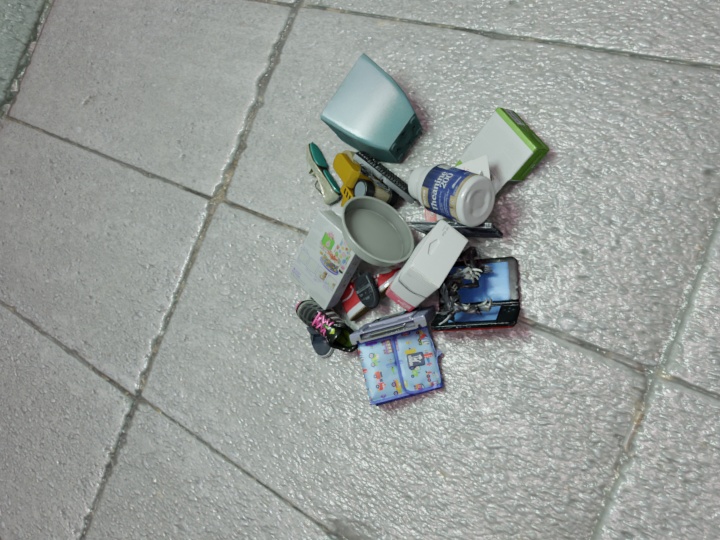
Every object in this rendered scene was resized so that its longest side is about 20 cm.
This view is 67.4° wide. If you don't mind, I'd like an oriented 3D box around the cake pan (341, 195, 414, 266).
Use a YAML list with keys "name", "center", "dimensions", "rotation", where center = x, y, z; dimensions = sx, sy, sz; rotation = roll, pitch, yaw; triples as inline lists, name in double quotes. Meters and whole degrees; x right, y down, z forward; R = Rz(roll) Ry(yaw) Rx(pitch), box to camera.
- name: "cake pan"
  center: [0.037, -0.091, 1.298]
  dimensions: [0.037, 0.197, 0.203]
  rotation: [-51, 59, 44]

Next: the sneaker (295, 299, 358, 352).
- name: "sneaker"
  center: [-0.078, 0.143, 1.372]
  dimensions: [0.198, 0.087, 0.074]
  rotation: [37, 94, -11]

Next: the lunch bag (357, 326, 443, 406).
- name: "lunch bag"
  center: [0.107, 0.233, 1.331]
  dimensions: [0.196, 0.094, 0.154]
  rotation: [-17, 72, 8]

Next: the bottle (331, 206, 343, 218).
- name: "bottle"
  center: [-0.071, -0.068, 1.428]
  dimensions: [0.083, 0.064, 0.203]
  rotation: [39, 129, 33]

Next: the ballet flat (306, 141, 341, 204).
- name: "ballet flat"
  center: [-0.120, -0.277, 1.547]
  dimensions: [0.062, 0.067, 0.203]
  rotation: [-37, 66, 24]

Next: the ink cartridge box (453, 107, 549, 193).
- name: "ink cartridge box"
  center: [0.336, -0.271, 1.329]
  dimensions: [0.149, 0.075, 0.201]
  rotation: [56, 130, 24]

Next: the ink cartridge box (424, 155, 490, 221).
- name: "ink cartridge box"
  center: [0.248, -0.188, 1.314]
  dimensions: [0.198, 0.067, 0.119]
  rotation: [-17, 71, 46]

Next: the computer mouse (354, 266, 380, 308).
- name: "computer mouse"
  center: [0.000, 0.000, 1.361]
  dimensions: [0.058, 0.034, 0.204]
  rotation: [-29, 78, 39]

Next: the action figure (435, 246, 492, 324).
- name: "action figure"
  center: [0.237, 0.038, 1.202]
  dimensions: [0.100, 0.120, 0.201]
  rotation: [1, 43, 36]

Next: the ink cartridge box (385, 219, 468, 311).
- name: "ink cartridge box"
  center: [0.149, -0.006, 1.258]
  dimensions: [0.082, 0.200, 0.148]
  rotation: [36, 67, 0]

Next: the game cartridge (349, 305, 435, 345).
- name: "game cartridge"
  center: [0.081, 0.131, 1.330]
  dimensions: [0.196, 0.129, 0.039]
  rotation: [-18, 96, 20]

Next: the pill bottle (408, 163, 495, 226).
- name: "pill bottle"
  center: [0.199, -0.179, 1.229]
  dimensions: [0.199, 0.110, 0.113]
  rotation: [31, 93, 50]

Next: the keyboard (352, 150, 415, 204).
- name: "keyboard"
  center: [0.063, -0.240, 1.391]
  dimensions: [0.199, 0.127, 0.021]
  rotation: [38, 123, 5]

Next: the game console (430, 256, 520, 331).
- name: "game console"
  center: [0.267, 0.055, 1.267]
  dimensions: [0.196, 0.172, 0.121]
  rotation: [-6, 104, 24]

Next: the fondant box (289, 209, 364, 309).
- name: "fondant box"
  center: [-0.082, -0.026, 1.359]
  dimensions: [0.144, 0.058, 0.202]
  rotation: [41, 120, 21]

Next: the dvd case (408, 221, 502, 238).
- name: "dvd case"
  center: [0.230, -0.097, 1.295]
  dimensions: [0.196, 0.148, 0.016]
  rotation: [4, 87, 25]

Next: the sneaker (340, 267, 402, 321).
- name: "sneaker"
  center: [0.021, 0.029, 1.410]
  dimensions: [0.199, 0.071, 0.114]
  rotation: [-39, 69, 15]

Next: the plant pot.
- name: "plant pot"
  center: [0.049, -0.401, 1.427]
  dimensions: [0.199, 0.195, 0.198]
  rotation: [39, 96, 18]

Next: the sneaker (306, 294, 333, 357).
- name: "sneaker"
  center: [-0.114, 0.129, 1.450]
  dimensions: [0.077, 0.079, 0.205]
  rotation: [-8, 77, 22]

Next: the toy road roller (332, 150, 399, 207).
- name: "toy road roller"
  center: [-0.004, -0.208, 1.444]
  dimensions: [0.147, 0.121, 0.202]
  rotation: [-56, 49, 33]
